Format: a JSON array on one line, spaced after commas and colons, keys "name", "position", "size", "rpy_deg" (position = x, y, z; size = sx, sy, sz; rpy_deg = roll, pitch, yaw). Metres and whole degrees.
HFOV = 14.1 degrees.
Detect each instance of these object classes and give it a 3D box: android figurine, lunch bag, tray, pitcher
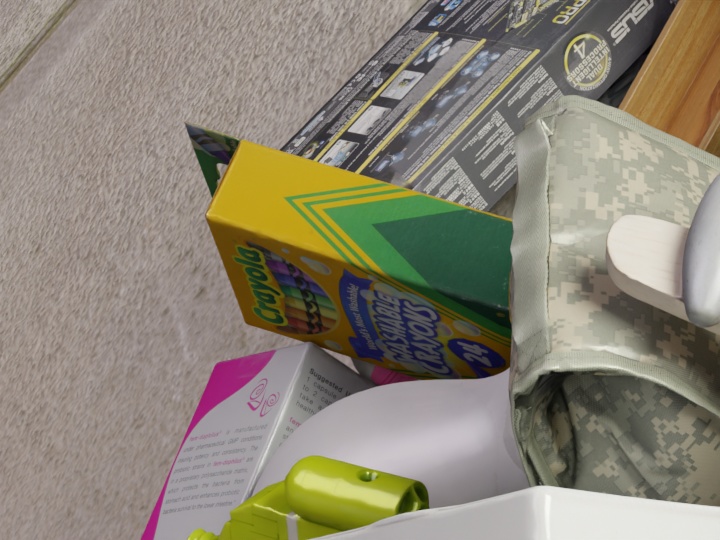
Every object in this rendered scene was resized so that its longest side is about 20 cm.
[{"name": "android figurine", "position": [0.000, 0.171, 1.379], "size": [0.199, 0.183, 0.041], "rpy_deg": [15, 31, 32]}, {"name": "lunch bag", "position": [0.134, 0.035, 1.261], "size": [0.117, 0.200, 0.164], "rpy_deg": [-35, 33, 35]}, {"name": "tray", "position": [0.170, -0.075, 1.465], "size": [0.200, 0.037, 0.099], "rpy_deg": [-59, 25, -7]}, {"name": "pitcher", "position": [0.043, 0.129, 1.424], "size": [0.200, 0.121, 0.172], "rpy_deg": [-28, 57, 35]}]

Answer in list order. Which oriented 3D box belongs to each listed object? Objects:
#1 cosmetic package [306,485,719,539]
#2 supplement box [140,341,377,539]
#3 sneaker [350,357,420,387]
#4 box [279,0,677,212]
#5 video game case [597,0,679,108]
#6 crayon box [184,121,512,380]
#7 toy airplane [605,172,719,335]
[{"name": "cosmetic package", "position": [0.081, 0.198, 1.134], "size": [0.165, 0.165, 0.201], "rpy_deg": [-18, 67, 51]}, {"name": "supplement box", "position": [-0.053, 0.151, 1.561], "size": [0.101, 0.103, 0.201], "rpy_deg": [-13, 50, 56]}, {"name": "sneaker", "position": [0.011, 0.013, 1.648], "size": [0.088, 0.081, 0.200], "rpy_deg": [-47, 20, 25]}, {"name": "box", "position": [0.058, -0.099, 1.603], "size": [0.200, 0.049, 0.161], "rpy_deg": [-46, 25, -17]}, {"name": "video game case", "position": [0.201, -0.109, 1.514], "size": [0.200, 0.023, 0.182], "rpy_deg": [-43, 29, 25]}, {"name": "crayon box", "position": [0.000, 0.000, 1.498], "size": [0.199, 0.126, 0.052], "rpy_deg": [18, 67, 17]}, {"name": "toy airplane", "position": [0.218, 0.021, 1.132], "size": [0.199, 0.199, 0.142], "rpy_deg": [-122, 33, -50]}]
